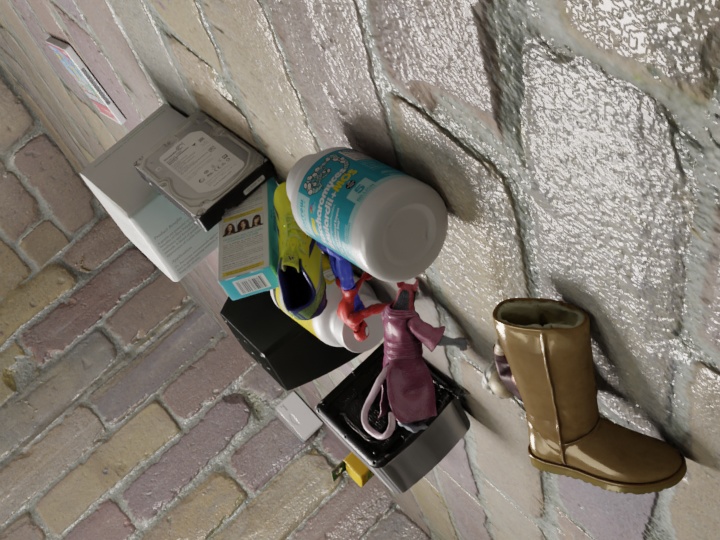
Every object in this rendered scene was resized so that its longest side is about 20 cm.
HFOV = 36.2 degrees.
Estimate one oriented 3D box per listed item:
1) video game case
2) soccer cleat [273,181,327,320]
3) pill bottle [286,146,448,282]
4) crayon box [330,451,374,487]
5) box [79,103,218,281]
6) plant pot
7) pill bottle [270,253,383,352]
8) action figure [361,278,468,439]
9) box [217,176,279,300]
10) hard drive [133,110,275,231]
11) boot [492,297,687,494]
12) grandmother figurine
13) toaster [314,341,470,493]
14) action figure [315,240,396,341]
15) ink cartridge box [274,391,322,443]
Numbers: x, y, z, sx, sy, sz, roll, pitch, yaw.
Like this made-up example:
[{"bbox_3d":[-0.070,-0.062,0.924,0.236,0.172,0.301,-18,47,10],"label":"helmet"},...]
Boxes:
[{"bbox_3d":[-0.583,-0.403,2.340,0.143,0.017,0.200,31,159,54],"label":"video game case"},{"bbox_3d":[-0.089,-0.030,1.539,0.084,0.065,0.200,7,-108,-68],"label":"soccer cleat"},{"bbox_3d":[-0.003,-0.069,1.198,0.200,0.111,0.111,31,159,51],"label":"pill bottle"},{"bbox_3d":[0.033,0.345,2.124,0.052,0.200,0.126,45,167,14],"label":"crayon box"},{"bbox_3d":[-0.319,-0.133,1.854,0.200,0.199,0.171,36,162,43],"label":"box"},{"bbox_3d":[-0.122,0.084,1.911,0.200,0.177,0.200,41,165,33],"label":"plant pot"},{"bbox_3d":[-0.046,0.048,1.691,0.200,0.112,0.112,33,161,50],"label":"pill bottle"},{"bbox_3d":[0.050,0.103,1.458,0.134,0.149,0.200,15,114,52],"label":"action figure"},{"bbox_3d":[-0.161,-0.056,1.607,0.049,0.082,0.200,60,-162,-46],"label":"box"},{"bbox_3d":[-0.239,-0.155,1.662,0.200,0.140,0.038,38,164,41],"label":"hard drive"},{"bbox_3d":[0.228,0.126,1.099,0.175,0.066,0.200,2,126,26],"label":"boot"},{"bbox_3d":[0.192,0.126,1.265,0.121,0.061,0.200,58,164,-4],"label":"grandmother figurine"},{"bbox_3d":[0.060,0.232,1.753,0.200,0.181,0.119,38,167,42],"label":"toaster"},{"bbox_3d":[0.000,0.000,1.537,0.065,0.099,0.200,30,136,62],"label":"action figure"},{"bbox_3d":[-0.203,0.480,3.585,0.145,0.084,0.200,46,168,5],"label":"ink cartridge box"}]
